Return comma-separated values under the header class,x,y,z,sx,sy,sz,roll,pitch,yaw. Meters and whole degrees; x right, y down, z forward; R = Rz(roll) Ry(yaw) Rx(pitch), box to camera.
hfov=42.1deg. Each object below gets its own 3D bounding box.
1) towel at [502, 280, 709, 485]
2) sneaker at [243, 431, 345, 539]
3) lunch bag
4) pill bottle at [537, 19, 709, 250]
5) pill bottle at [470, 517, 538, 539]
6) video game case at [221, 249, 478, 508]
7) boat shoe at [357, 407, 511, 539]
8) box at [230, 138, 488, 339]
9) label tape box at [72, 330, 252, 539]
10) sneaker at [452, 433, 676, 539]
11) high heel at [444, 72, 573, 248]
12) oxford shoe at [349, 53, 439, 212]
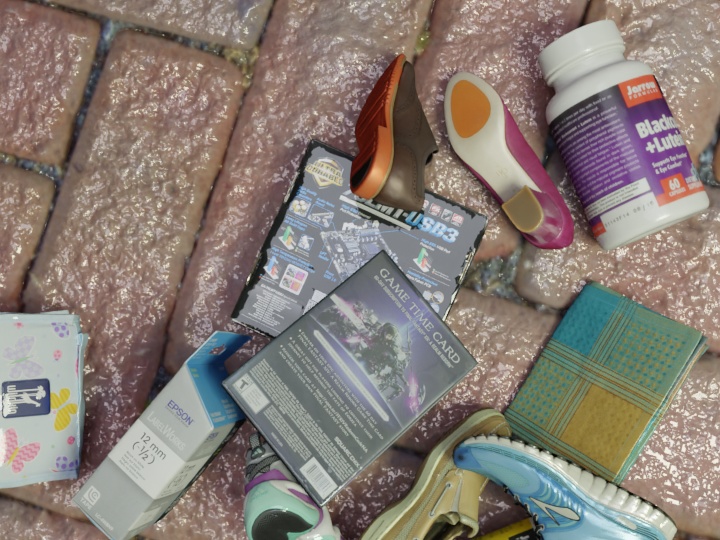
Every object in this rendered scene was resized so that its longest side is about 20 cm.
class,x,y,z,sx,sy,sz,roll,pitch,yaw
towel,0.220,0.120,0.892,0.146,0.022,0.201,32,90,47
sneaker,-0.055,0.233,0.911,0.077,0.201,0.141,-21,38,3
lunch bag,-0.375,0.124,0.930,0.197,0.127,0.172,1,87,-2
pill bottle,0.246,-0.131,0.905,0.110,0.111,0.202,-22,84,2
pill bottle,0.148,0.296,0.874,0.198,0.111,0.113,-22,83,2
video game case,-0.007,0.096,0.864,0.199,0.019,0.143,-39,85,-18
boat shoe,0.085,0.220,0.873,0.200,0.072,0.076,-48,41,-14
box,0.000,0.000,0.938,0.198,0.050,0.201,24,85,5
label tape box,-0.166,0.154,0.898,0.066,0.143,0.200,42,89,8
sneaker,0.164,0.206,0.808,0.198,0.078,0.091,25,85,22
high heel,0.152,-0.111,0.948,0.067,0.096,0.201,-40,61,20
oxford shoe,0.038,-0.134,0.920,0.072,0.071,0.202,25,49,-17
